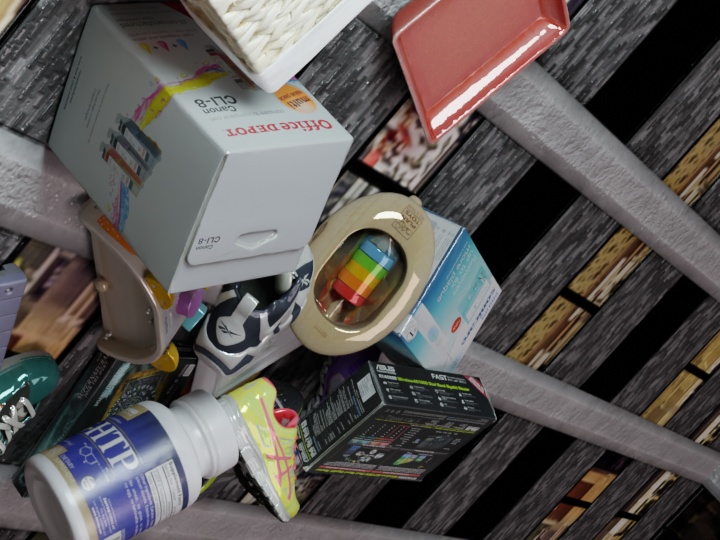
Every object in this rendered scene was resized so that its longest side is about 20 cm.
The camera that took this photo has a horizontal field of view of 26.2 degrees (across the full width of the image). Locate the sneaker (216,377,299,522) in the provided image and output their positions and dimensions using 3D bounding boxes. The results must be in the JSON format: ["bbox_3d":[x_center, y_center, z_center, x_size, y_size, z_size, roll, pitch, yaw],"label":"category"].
[{"bbox_3d":[-0.098,0.201,1.732,0.090,0.078,0.201,-39,134,-20],"label":"sneaker"}]

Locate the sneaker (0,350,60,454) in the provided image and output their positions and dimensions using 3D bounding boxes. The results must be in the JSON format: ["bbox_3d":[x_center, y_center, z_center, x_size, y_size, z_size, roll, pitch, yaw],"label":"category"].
[{"bbox_3d":[-0.359,0.157,1.455,0.199,0.080,0.072,-35,151,-16],"label":"sneaker"}]

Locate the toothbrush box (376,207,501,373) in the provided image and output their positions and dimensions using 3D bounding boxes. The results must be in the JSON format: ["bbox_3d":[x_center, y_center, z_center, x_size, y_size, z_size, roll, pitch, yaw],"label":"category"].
[{"bbox_3d":[0.076,0.033,1.810,0.147,0.085,0.200,-58,154,-11],"label":"toothbrush box"}]

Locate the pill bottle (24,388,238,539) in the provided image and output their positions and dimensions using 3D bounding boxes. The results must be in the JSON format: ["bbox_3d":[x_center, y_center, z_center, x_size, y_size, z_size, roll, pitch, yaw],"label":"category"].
[{"bbox_3d":[-0.230,0.203,1.582,0.199,0.120,0.120,-26,148,-29],"label":"pill bottle"}]

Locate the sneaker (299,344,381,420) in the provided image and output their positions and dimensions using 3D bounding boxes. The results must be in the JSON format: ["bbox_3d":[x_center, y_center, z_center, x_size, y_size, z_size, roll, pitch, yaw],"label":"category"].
[{"bbox_3d":[-0.013,0.165,1.906,0.080,0.089,0.201,-9,135,-44],"label":"sneaker"}]

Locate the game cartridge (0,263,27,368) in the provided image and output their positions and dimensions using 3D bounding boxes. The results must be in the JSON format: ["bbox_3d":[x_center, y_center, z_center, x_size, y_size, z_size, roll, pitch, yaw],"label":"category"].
[{"bbox_3d":[-0.392,0.067,1.345,0.199,0.038,0.131,-14,136,-42],"label":"game cartridge"}]

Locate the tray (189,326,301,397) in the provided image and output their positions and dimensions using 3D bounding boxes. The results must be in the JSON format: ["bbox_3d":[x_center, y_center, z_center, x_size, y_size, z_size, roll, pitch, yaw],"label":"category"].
[{"bbox_3d":[-0.106,0.078,1.707,0.199,0.022,0.108,-31,150,-41],"label":"tray"}]

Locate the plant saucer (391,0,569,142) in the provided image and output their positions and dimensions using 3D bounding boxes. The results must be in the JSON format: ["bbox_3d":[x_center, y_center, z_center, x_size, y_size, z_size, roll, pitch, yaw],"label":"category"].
[{"bbox_3d":[0.117,-0.248,1.556,0.199,0.037,0.200,-40,151,-7],"label":"plant saucer"}]

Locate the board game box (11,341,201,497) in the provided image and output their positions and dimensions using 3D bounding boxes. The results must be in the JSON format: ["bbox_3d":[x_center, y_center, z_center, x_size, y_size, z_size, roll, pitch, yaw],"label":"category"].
[{"bbox_3d":[-0.266,0.157,1.631,0.135,0.028,0.201,7,124,-55],"label":"board game box"}]

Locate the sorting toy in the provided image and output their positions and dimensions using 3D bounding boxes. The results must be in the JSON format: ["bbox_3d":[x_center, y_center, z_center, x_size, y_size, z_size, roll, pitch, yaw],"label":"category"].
[{"bbox_3d":[-0.168,-0.021,1.475,0.180,0.106,0.201,-49,158,-32],"label":"sorting toy"}]

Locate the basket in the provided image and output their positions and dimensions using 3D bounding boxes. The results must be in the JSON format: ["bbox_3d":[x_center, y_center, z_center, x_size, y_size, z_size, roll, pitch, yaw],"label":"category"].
[{"bbox_3d":[-0.056,-0.261,1.153,0.200,0.136,0.123,-44,150,1],"label":"basket"}]

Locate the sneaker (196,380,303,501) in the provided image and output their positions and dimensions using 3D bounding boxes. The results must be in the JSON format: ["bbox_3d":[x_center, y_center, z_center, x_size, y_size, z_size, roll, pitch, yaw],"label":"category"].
[{"bbox_3d":[-0.151,0.202,1.812,0.199,0.074,0.081,-34,161,-5],"label":"sneaker"}]

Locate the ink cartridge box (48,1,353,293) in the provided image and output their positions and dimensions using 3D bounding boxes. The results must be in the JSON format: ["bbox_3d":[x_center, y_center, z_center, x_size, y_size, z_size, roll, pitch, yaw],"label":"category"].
[{"bbox_3d":[-0.133,-0.105,1.268,0.144,0.200,0.146,-11,139,-44],"label":"ink cartridge box"}]

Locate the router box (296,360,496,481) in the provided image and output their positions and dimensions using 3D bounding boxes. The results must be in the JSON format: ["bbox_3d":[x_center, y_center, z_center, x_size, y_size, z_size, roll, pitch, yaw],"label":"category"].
[{"bbox_3d":[0.040,0.180,1.816,0.199,0.063,0.150,12,135,-43],"label":"router box"}]

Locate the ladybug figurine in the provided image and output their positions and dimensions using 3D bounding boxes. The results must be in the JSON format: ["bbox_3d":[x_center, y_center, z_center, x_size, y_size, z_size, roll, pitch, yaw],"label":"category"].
[{"bbox_3d":[0.000,0.000,1.680,0.200,0.136,0.072,-48,-171,1],"label":"ladybug figurine"}]

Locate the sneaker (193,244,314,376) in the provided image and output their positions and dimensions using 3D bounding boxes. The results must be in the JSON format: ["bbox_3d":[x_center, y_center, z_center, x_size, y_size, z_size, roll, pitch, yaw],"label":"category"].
[{"bbox_3d":[-0.085,0.003,1.536,0.199,0.079,0.130,-45,173,-45],"label":"sneaker"}]
